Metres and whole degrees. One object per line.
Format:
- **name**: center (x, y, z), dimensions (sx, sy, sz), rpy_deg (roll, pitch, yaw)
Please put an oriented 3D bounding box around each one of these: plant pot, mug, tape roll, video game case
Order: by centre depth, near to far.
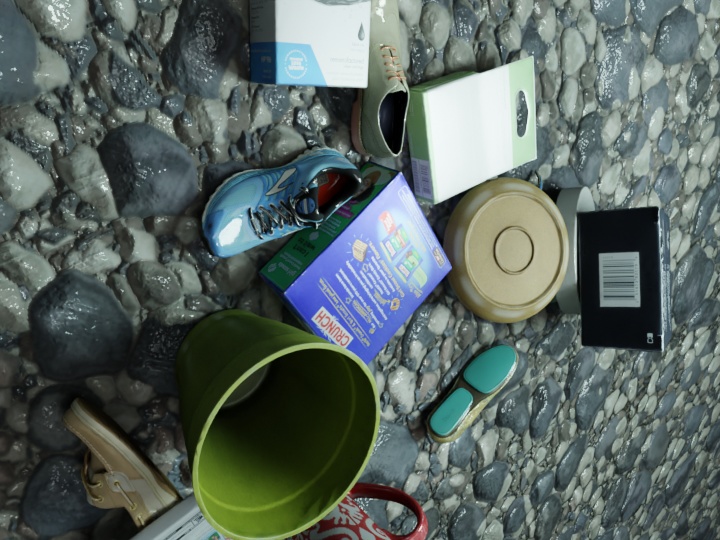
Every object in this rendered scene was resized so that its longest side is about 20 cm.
- **plant pot**: center (-0.110, 0.134, 0.610), dimensions (0.196, 0.192, 0.206), rpy_deg (-13, 114, -30)
- **video game case**: center (-0.241, 0.357, 0.667), dimensions (0.197, 0.024, 0.185), rpy_deg (-32, 143, -23)
- **mug**: center (-0.018, 0.359, 0.753), dimensions (0.174, 0.198, 0.138), rpy_deg (-3, 108, -35)
- **plant pot**: center (0.211, -0.028, 0.798), dimensions (0.194, 0.027, 0.207), rpy_deg (-1, 92, -14)
- **tape roll**: center (0.351, -0.033, 0.927), dimensions (0.201, 0.036, 0.210), rpy_deg (2, 87, -58)

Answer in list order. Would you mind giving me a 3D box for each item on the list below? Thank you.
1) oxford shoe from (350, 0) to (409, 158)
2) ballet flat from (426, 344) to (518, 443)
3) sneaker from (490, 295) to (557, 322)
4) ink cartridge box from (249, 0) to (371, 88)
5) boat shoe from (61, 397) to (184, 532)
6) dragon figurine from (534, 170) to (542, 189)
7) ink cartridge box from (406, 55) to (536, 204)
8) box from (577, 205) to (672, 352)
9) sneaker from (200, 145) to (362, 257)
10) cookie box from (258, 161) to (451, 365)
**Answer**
- **oxford shoe**: center (0.031, -0.232, 0.656), dimensions (0.069, 0.073, 0.206), rpy_deg (-16, 115, -30)
- **ballet flat**: center (0.182, 0.203, 0.934), dimensions (0.199, 0.070, 0.071), rpy_deg (-43, 126, -16)
- **sneaker**: center (0.259, 0.036, 0.934), dimensions (0.117, 0.075, 0.199), rpy_deg (-36, 156, 23)
- **ink cartridge box**: center (-0.050, -0.295, 0.579), dimensions (0.113, 0.067, 0.206), rpy_deg (-10, 112, -33)
- **boat shoe**: center (-0.259, 0.222, 0.610), dimensions (0.069, 0.073, 0.203), rpy_deg (-40, 126, -23)
- **dragon figurine**: center (0.213, -0.087, 0.849), dimensions (0.202, 0.058, 0.099), rpy_deg (-53, 128, -6)
- **ink cartridge box**: center (0.154, -0.194, 0.775), dimensions (0.197, 0.048, 0.149), rpy_deg (-26, 120, -27)
- **box**: center (0.418, 0.013, 0.893), dimensions (0.198, 0.115, 0.203), rpy_deg (0, 89, -57)
- **sneaker**: center (-0.081, -0.076, 0.620), dimensions (0.198, 0.089, 0.080), rpy_deg (-33, 123, -21)
- **cookie box**: center (0.000, 0.000, 0.716), dimensions (0.200, 0.075, 0.172), rpy_deg (-46, 127, -14)
